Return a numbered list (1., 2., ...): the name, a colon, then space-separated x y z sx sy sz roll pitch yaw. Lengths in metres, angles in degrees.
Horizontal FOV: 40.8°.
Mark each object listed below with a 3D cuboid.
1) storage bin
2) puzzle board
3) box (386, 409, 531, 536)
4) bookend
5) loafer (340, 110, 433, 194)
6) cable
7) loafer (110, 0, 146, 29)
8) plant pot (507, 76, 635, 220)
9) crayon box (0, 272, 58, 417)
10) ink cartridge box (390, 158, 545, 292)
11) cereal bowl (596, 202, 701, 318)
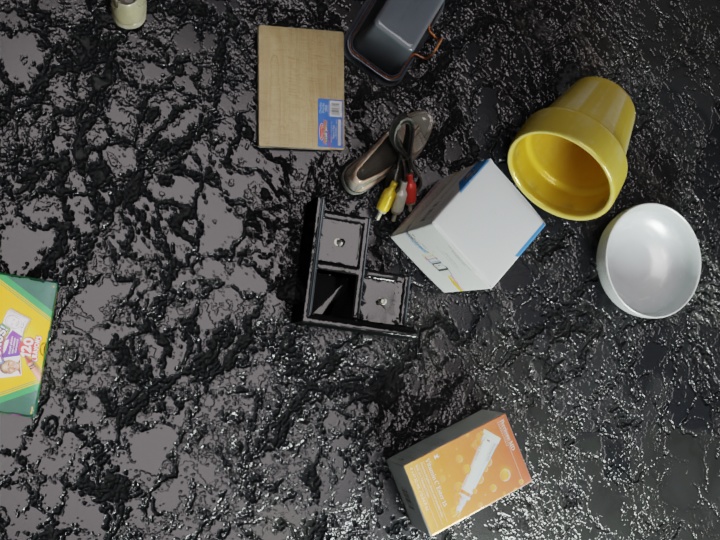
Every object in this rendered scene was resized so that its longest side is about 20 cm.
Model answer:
1. storage bin: 0.081 -0.425 1.622 0.144 0.134 0.202 34 79 -11
2. puzzle board: -0.100 -0.304 1.622 0.148 0.017 0.205 1 86 -17
3. box: 0.162 0.331 1.606 0.197 0.097 0.126 -24 92 -17
4. bookend: 0.000 0.000 1.587 0.196 0.092 0.203 10 83 -16
5. loafer: 0.054 -0.200 1.633 0.199 0.063 0.072 -41 96 -15
6. cable: 0.077 -0.169 1.593 0.096 0.202 0.051 -18 54 -27
7. loafer: -0.367 -0.489 1.532 0.074 0.068 0.204 -6 87 -16
8. plant pot: 0.380 -0.224 1.673 0.200 0.200 0.190 41 60 -9
9. crayon box: -0.527 0.109 1.445 0.116 0.058 0.204 10 83 -15
10. ink cartridge box: 0.171 -0.067 1.586 0.145 0.200 0.148 45 76 -10
11. cereal bowl: 0.505 -0.015 1.738 0.196 0.083 0.205 1 85 -16
